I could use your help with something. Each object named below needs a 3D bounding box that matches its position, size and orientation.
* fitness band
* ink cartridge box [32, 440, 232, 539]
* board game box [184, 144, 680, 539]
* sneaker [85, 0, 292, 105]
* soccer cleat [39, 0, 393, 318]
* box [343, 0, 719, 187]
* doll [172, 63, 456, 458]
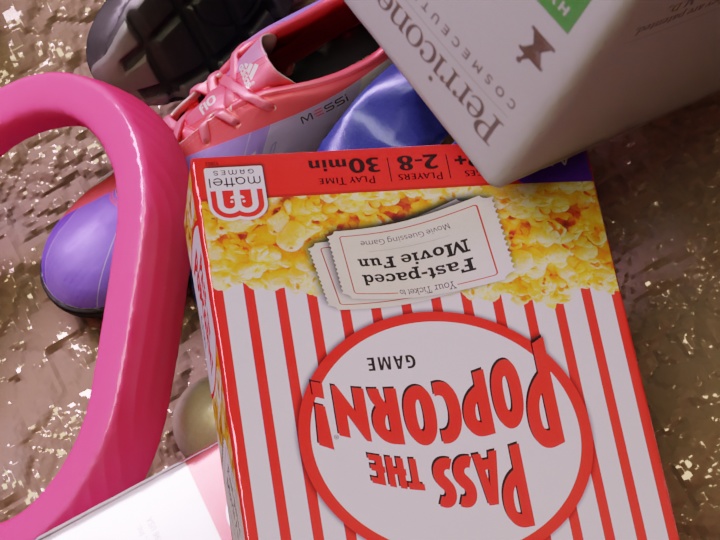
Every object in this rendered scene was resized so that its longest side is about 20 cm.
[{"bbox_3d":[-0.131,0.020,1.173,0.144,0.037,0.200,-5,72,41],"label":"fitness band"},{"bbox_3d":[-0.076,0.167,1.090,0.200,0.083,0.147,-28,59,1],"label":"ink cartridge box"},{"bbox_3d":[0.023,0.048,1.066,0.151,0.046,0.200,-4,56,-10],"label":"board game box"},{"bbox_3d":[-0.060,-0.147,1.262,0.079,0.075,0.200,16,56,36],"label":"sneaker"},{"bbox_3d":[-0.051,-0.056,1.205,0.200,0.073,0.068,-33,59,-2],"label":"soccer cleat"},{"bbox_3d":[0.091,-0.177,1.104,0.200,0.171,0.199,-25,69,-38],"label":"box"},{"bbox_3d":[0.000,0.000,1.163,0.136,0.048,0.200,41,87,1],"label":"doll"}]
